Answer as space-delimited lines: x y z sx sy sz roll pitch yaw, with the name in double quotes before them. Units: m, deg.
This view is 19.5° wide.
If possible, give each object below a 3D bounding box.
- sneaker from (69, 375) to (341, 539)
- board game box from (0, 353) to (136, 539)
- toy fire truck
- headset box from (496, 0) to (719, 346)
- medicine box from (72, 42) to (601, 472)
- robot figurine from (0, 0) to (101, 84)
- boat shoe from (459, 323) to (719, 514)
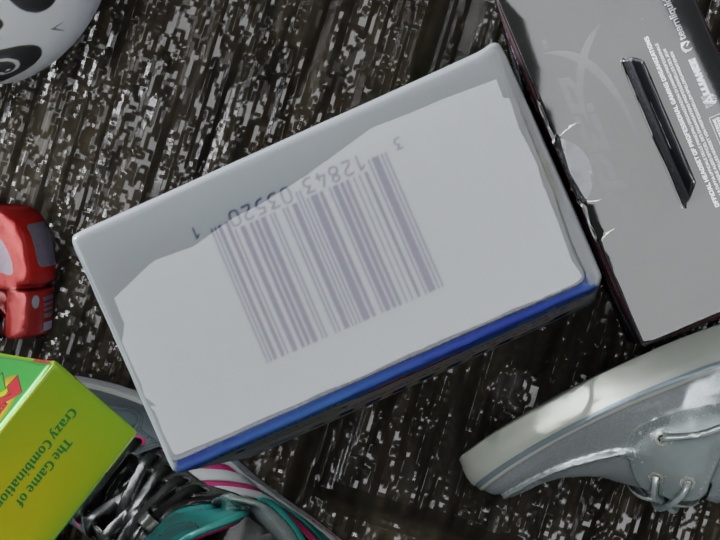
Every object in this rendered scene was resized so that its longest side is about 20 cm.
"sneaker" -0.087 0.115 0.927 0.199 0.121 0.084 31 92 6
"board game box" -0.183 0.126 0.841 0.048 0.101 0.200 43 73 -20
"toy fire truck" -0.239 -0.040 0.975 0.199 0.049 0.142 3 96 6
"headset box" 0.118 -0.049 0.872 0.075 0.200 0.149 -23 86 5
"medicine box" 0.000 0.000 0.882 0.181 0.200 0.103 -24 84 5
"robot figurine" -0.209 -0.161 0.939 0.199 0.150 0.125 24 82 -2
"boat shoe" 0.145 0.069 0.930 0.200 0.070 0.072 -22 81 2
